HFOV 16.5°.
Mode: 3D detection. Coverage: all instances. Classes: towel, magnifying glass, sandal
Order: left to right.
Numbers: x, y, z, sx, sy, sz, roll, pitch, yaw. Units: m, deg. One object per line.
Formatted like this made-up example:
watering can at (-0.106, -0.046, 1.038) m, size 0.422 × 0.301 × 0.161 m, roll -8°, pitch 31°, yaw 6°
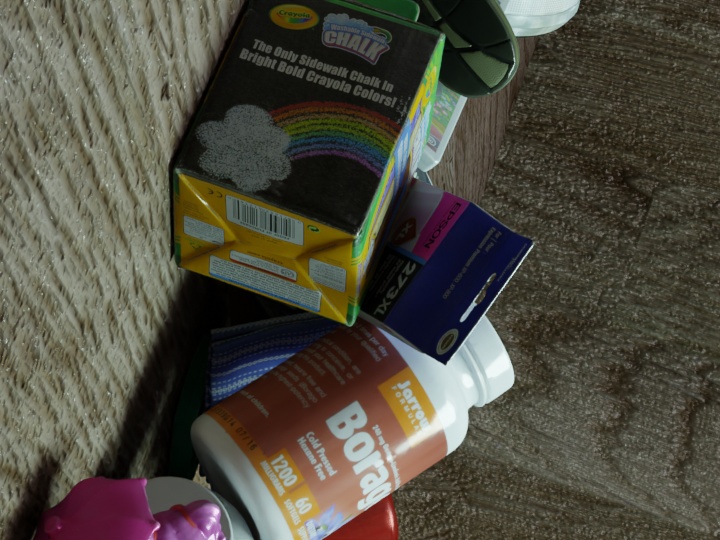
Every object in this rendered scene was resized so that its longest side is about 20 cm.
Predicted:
magnifying glass at (-0.127, 0.135, 1.798) m, size 0.080 × 0.022 × 0.200 m, roll -58°, pitch 163°, yaw -65°
towel at (-0.040, 0.090, 1.743) m, size 0.200 × 0.145 × 0.024 m, roll 98°, pitch -21°, yaw -56°
sandal at (0.045, -0.212, 1.686) m, size 0.201 × 0.080 × 0.057 m, roll 65°, pitch 19°, yaw -9°

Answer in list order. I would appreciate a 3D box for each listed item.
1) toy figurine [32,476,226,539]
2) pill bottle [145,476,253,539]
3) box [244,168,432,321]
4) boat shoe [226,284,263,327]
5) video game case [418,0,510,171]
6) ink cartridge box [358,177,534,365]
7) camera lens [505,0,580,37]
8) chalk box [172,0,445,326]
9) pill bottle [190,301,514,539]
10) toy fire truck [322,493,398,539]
toy figurine at (-0.123, 0.198, 1.435) m, size 0.200 × 0.150 × 0.184 m, roll -18°, pitch 128°, yaw -25°
pill bottle at (-0.121, 0.203, 1.620) m, size 0.200 × 0.111 × 0.112 m, roll 92°, pitch 17°, yaw -68°
box at (0.000, 0.000, 1.778) m, size 0.159 × 0.046 × 0.200 m, roll -60°, pitch 153°, yaw -18°
boat shoe at (-0.065, 0.045, 1.829) m, size 0.069 × 0.071 × 0.200 m, roll -61°, pitch 166°, yaw -50°
video game case at (0.027, -0.179, 1.709) m, size 0.018 × 0.143 × 0.200 m, roll -34°, pitch -157°, yaw 43°
ink cartridge box at (0.033, -0.006, 1.573) m, size 0.095 × 0.037 × 0.200 m, roll -54°, pitch -154°, yaw -3°
camera lens at (0.118, -0.300, 1.997) m, size 0.160 × 0.160 × 0.200 m, roll -61°, pitch 167°, yaw -58°
chalk box at (-0.025, -0.092, 1.545) m, size 0.124 × 0.125 × 0.200 m, roll 97°, pitch 15°, yaw -61°
pill bottle at (-0.003, 0.095, 1.628) m, size 0.200 × 0.112 × 0.112 m, roll -33°, pitch 162°, yaw -14°
toy fire truck at (-0.025, 0.213, 1.727) m, size 0.176 × 0.129 × 0.200 m, roll 93°, pitch -23°, yaw -56°
